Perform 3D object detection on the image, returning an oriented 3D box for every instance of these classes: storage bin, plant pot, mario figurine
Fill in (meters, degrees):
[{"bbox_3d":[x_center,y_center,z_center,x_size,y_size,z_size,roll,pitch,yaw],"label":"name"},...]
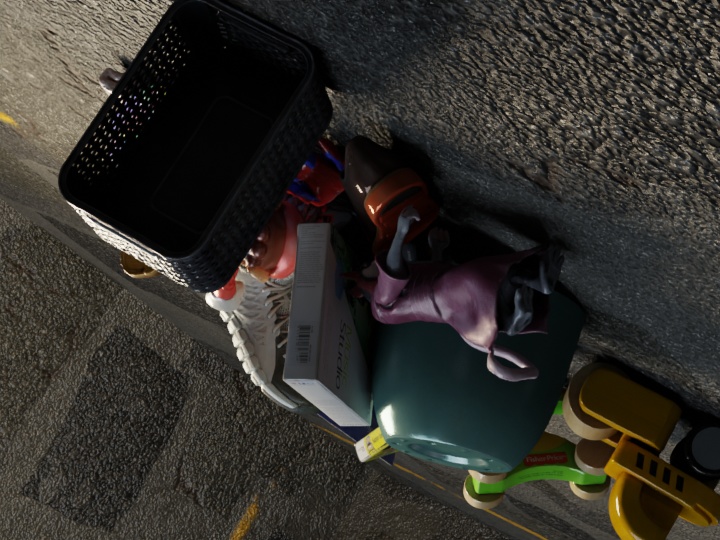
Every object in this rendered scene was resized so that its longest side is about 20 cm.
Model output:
[{"bbox_3d":[-0.128,-0.100,1.174,0.135,0.200,0.094,29,168,16],"label":"storage bin"},{"bbox_3d":[0.100,0.101,1.406,0.200,0.161,0.201,13,165,4],"label":"plant pot"},{"bbox_3d":[-0.134,-0.033,1.322,0.200,0.123,0.106,4,-129,-52],"label":"mario figurine"}]

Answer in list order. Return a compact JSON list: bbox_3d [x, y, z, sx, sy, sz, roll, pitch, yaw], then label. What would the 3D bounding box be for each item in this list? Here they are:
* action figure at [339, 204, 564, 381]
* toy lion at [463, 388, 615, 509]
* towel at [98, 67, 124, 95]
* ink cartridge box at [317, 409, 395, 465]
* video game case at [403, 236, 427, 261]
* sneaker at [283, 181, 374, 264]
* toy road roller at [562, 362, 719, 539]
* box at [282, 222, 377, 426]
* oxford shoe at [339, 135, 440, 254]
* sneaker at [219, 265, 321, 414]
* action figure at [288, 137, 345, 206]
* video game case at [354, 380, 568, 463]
[{"bbox_3d":[0.073,0.024,1.271,0.200,0.149,0.134,-3,173,32],"label":"action figure"},{"bbox_3d":[0.182,0.178,1.716,0.200,0.192,0.069,-3,136,-5],"label":"toy lion"},{"bbox_3d":[-0.175,-0.137,1.599,0.191,0.032,0.200,28,169,17],"label":"towel"},{"bbox_3d":[-0.002,0.101,1.779,0.198,0.200,0.047,37,131,-23],"label":"ink cartridge box"},{"bbox_3d":[0.000,0.000,1.579,0.200,0.019,0.143,22,135,40],"label":"video game case"},{"bbox_3d":[-0.043,-0.060,1.423,0.200,0.079,0.096,25,-172,-18],"label":"sneaker"},{"bbox_3d":[0.284,0.201,1.520,0.200,0.146,0.123,30,169,11],"label":"toy road roller"},{"bbox_3d":[-0.022,0.055,1.360,0.036,0.145,0.200,1,164,13],"label":"box"},{"bbox_3d":[0.023,-0.068,1.313,0.073,0.071,0.200,53,172,14],"label":"oxford shoe"},{"bbox_3d":[-0.078,0.038,1.446,0.200,0.075,0.116,53,131,17],"label":"sneaker"},{"bbox_3d":[-0.060,-0.100,1.334,0.200,0.065,0.052,21,-148,-55],"label":"action figure"},{"bbox_3d":[0.104,0.155,1.582,0.181,0.200,0.026,126,126,-72],"label":"video game case"}]
